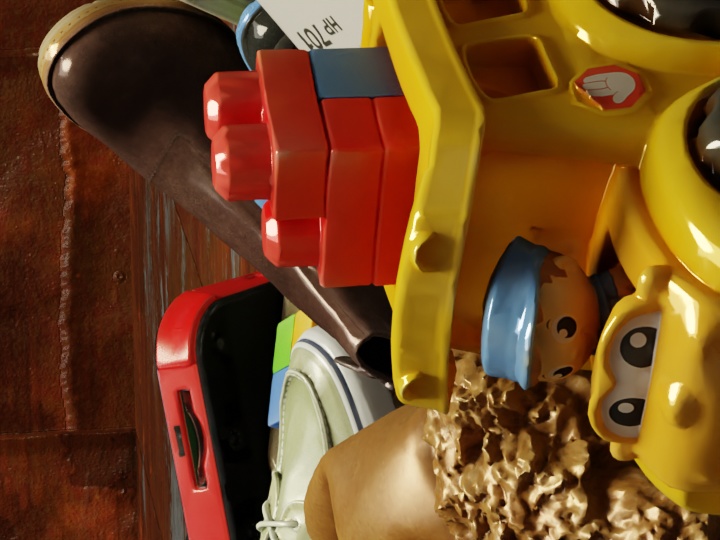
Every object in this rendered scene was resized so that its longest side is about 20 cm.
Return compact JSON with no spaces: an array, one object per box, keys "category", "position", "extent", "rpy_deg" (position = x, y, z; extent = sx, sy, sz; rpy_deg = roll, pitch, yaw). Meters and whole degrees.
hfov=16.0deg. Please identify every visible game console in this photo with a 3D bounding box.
[{"category":"game console","position":[-0.032,0.098,1.354],"extent":[0.031,0.176,0.202],"rpy_deg":[-6,97,36]}]

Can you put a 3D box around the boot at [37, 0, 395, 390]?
[{"category":"boot","position":[-0.036,-0.029,1.084],"extent":[0.072,0.200,0.167],"rpy_deg":[-48,52,13]}]

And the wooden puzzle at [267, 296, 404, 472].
[{"category":"wooden puzzle","position":[0.000,0.000,1.240],"extent":[0.200,0.046,0.187],"rpy_deg":[-26,55,62]}]

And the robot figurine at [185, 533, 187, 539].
[{"category":"robot figurine","position":[-0.035,0.211,1.516],"extent":[0.200,0.124,0.151],"rpy_deg":[116,149,-69]}]

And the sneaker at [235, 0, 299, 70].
[{"category":"sneaker","position":[0.025,-0.050,1.066],"extent":[0.200,0.071,0.083],"rpy_deg":[48,-172,-32]}]

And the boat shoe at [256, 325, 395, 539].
[{"category":"boat shoe","position":[-0.015,0.124,1.163],"extent":[0.072,0.062,0.202],"rpy_deg":[26,127,54]}]

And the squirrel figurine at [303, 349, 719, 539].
[{"category":"squirrel figurine","position":[0.073,0.124,0.872],"extent":[0.200,0.140,0.188],"rpy_deg":[103,155,-65]}]

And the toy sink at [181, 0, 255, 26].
[{"category":"toy sink","position":[-0.009,-0.159,1.120],"extent":[0.112,0.199,0.131],"rpy_deg":[30,97,47]}]

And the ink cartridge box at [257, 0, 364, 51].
[{"category":"ink cartridge box","position":[0.001,-0.152,0.946],"extent":[0.200,0.086,0.146],"rpy_deg":[50,159,-10]}]

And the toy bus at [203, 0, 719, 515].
[{"category":"toy bus","position":[0.051,-0.018,0.775],"extent":[0.201,0.190,0.136],"rpy_deg":[-107,19,-48]}]
